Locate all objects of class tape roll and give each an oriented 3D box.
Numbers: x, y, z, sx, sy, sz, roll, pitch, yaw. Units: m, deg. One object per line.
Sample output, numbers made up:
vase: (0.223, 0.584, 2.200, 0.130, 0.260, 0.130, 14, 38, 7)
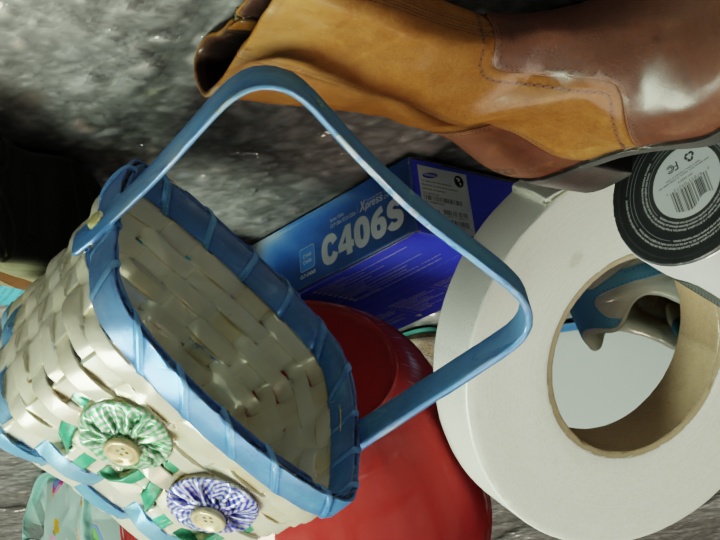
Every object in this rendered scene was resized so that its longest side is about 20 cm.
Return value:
tape roll: (0.130, 0.037, 0.884, 0.201, 0.205, 0.037, 4, -167, -27)

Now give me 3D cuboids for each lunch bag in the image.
lunch bag: (-0.169, 0.208, 1.399, 0.169, 0.123, 0.200, 1, 168, -25)

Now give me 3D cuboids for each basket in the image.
basket: (-0.048, 0.027, 0.754, 0.200, 0.140, 0.176, -42, 118, 17)

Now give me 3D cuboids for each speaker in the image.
speaker: (0.207, -0.007, 0.830, 0.081, 0.082, 0.199, -20, 148, 36)

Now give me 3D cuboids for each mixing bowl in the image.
mixing bowl: (-0.028, 0.087, 0.906, 0.198, 0.201, 0.109, -4, 130, -5)

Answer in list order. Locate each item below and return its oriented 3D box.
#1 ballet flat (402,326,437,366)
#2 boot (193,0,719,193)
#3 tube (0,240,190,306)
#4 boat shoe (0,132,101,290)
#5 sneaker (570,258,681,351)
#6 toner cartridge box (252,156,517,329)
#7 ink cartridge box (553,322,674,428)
ballet flat: (-0.013, 0.096, 1.198, 0.068, 0.068, 0.199, 12, 154, -41)
boot: (0.055, -0.101, 0.705, 0.198, 0.069, 0.188, 14, 161, -27)
tube: (-0.169, 0.001, 0.921, 0.198, 0.051, 0.077, 9, 152, -25)
boat shoe: (-0.187, -0.029, 0.784, 0.073, 0.076, 0.200, -10, 160, 21)
sneaker: (0.202, 0.003, 0.979, 0.198, 0.082, 0.077, -2, 159, -15)
toner cartridge box: (0.000, 0.000, 0.966, 0.094, 0.044, 0.199, 12, 154, -38)
ink cartridge box: (0.169, 0.101, 1.239, 0.145, 0.087, 0.200, -9, 162, 10)
